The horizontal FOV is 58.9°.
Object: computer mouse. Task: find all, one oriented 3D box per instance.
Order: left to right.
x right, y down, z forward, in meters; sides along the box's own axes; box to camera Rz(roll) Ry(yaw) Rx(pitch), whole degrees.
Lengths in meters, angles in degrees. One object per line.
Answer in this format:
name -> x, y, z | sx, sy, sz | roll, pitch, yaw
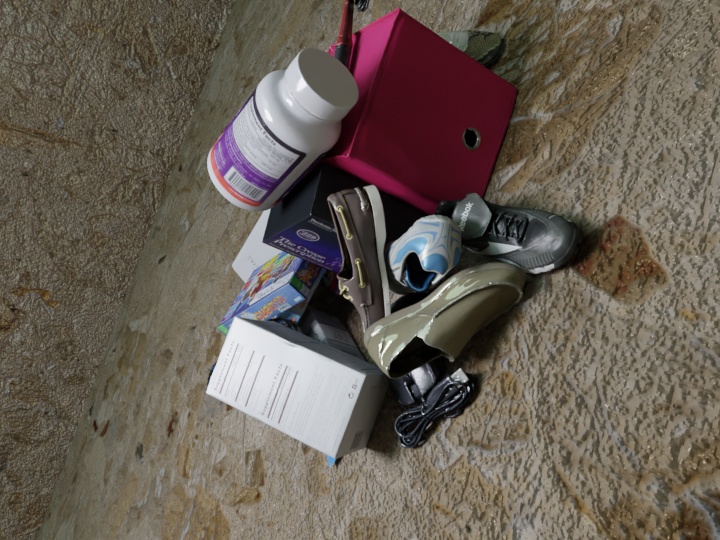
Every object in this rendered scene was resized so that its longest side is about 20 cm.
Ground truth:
computer mouse -> 0.064, 0.102, 0.791 | 0.139, 0.053, 0.200 | -49, 34, 33

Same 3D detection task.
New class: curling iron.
curling iron -> -0.017, -0.292, 0.812 | 0.050, 0.026, 0.201 | -18, 56, 59

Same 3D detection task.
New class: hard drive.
hard drive -> -0.145, -0.017, 1.104 | 0.026, 0.132, 0.200 | -34, -10, -44

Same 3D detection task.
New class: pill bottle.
pill bottle -> -0.093, -0.167, 0.765 | 0.200, 0.111, 0.112 | -37, 41, 42

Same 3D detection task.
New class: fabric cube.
fabric cube -> 0.052, -0.193, 0.861 | 0.200, 0.199, 0.197 | 10, 78, 61

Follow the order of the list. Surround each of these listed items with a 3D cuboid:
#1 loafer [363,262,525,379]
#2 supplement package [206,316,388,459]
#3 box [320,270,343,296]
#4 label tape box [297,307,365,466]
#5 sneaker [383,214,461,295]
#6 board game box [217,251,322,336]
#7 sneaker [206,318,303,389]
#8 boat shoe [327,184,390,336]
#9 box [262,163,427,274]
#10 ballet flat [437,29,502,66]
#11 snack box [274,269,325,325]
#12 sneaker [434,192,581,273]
loafer -> 0.097, 0.062, 0.707 | 0.200, 0.076, 0.068 | -32, 48, 20
supplement package -> -0.079, 0.148, 0.839 | 0.200, 0.114, 0.110 | 21, 89, 22
box -> -0.012, -0.065, 1.049 | 0.200, 0.039, 0.137 | -66, 28, 4
label tape box -> -0.060, 0.167, 0.949 | 0.144, 0.066, 0.200 | -61, 27, 14
sneaker -> 0.060, -0.002, 0.749 | 0.200, 0.072, 0.073 | 125, 167, -69
board game box -> -0.129, 0.020, 0.977 | 0.200, 0.034, 0.136 | -29, 26, 43
sneaker -> -0.153, 0.140, 0.990 | 0.200, 0.077, 0.076 | -35, 42, 31
boat shoe -> 0.000, 0.000, 0.764 | 0.072, 0.059, 0.201 | -126, 28, -66
box -> -0.010, -0.050, 0.865 | 0.141, 0.200, 0.079 | -24, 49, 53
ballet flat -> 0.121, -0.321, 0.957 | 0.200, 0.075, 0.068 | 6, 76, 61
snack box -> -0.120, 0.081, 1.053 | 0.200, 0.037, 0.116 | -59, 5, 48
sneaker -> 0.148, -0.046, 0.704 | 0.200, 0.090, 0.067 | 22, 91, 62
